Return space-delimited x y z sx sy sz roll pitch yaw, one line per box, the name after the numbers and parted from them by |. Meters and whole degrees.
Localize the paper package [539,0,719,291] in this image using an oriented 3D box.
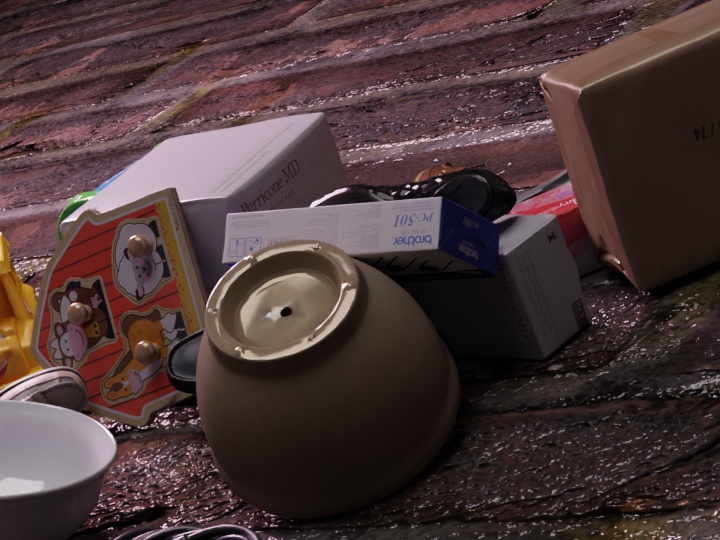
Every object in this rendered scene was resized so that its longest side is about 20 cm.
0.274 -0.108 1.614 0.199 0.191 0.103 -23 17 -8 | paper package

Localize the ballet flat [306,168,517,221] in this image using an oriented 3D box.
0.035 -0.041 1.610 0.199 0.067 0.057 -8 -15 31 | ballet flat

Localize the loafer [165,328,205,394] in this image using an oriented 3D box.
-0.071 0.053 1.615 0.200 0.068 0.070 -15 -24 11 | loafer

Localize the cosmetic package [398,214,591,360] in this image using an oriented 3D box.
0.084 0.012 1.624 0.074 0.102 0.200 -36 23 -35 | cosmetic package

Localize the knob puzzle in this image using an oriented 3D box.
-0.220 0.042 1.718 0.219 0.221 0.030 -8 -2 32 | knob puzzle

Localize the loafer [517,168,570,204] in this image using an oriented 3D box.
0.206 -0.073 1.780 0.199 0.072 0.063 -23 13 0 | loafer

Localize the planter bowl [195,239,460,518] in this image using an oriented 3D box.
-0.039 0.064 1.455 0.200 0.135 0.201 -12 45 12 | planter bowl

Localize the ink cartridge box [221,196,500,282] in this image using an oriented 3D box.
-0.001 -0.020 1.538 0.199 0.044 0.094 -3 -15 33 | ink cartridge box

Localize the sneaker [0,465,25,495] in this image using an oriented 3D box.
-0.320 0.179 1.630 0.200 0.073 0.072 -26 18 -20 | sneaker

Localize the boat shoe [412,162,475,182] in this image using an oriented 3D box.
0.093 -0.061 1.824 0.067 0.072 0.200 -34 13 11 | boat shoe

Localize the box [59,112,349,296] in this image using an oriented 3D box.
-0.127 -0.023 1.819 0.199 0.172 0.199 -8 23 32 | box

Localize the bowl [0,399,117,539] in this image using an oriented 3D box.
-0.291 0.177 1.533 0.200 0.091 0.201 3 18 -1 | bowl

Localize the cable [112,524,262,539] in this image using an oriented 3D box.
-0.139 0.229 1.365 0.200 0.051 0.163 -6 19 42 | cable

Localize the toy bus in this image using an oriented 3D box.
-0.372 0.035 1.891 0.135 0.193 0.200 -21 21 -5 | toy bus

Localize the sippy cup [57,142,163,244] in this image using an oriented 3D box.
-0.218 -0.051 2.006 0.178 0.140 0.130 -15 26 43 | sippy cup

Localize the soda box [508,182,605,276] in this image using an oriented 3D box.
0.234 -0.057 1.711 0.199 0.064 0.070 -23 19 -7 | soda box

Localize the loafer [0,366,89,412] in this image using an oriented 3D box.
-0.317 0.159 1.694 0.200 0.072 0.063 -33 29 -8 | loafer
